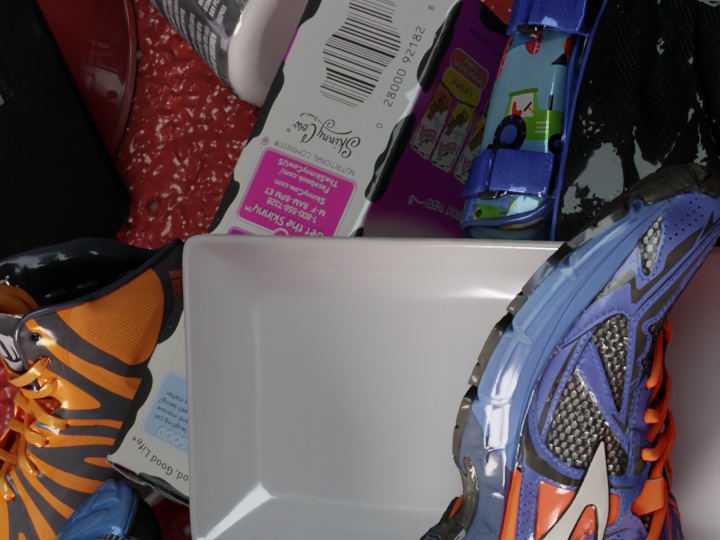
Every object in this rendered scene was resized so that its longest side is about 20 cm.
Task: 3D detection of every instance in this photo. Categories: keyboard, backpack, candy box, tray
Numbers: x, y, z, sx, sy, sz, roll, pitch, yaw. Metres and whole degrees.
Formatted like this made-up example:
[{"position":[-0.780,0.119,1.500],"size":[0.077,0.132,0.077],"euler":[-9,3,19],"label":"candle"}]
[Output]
[{"position":[-0.173,-0.067,0.812],"size":[0.021,0.201,0.127],"euler":[11,43,47],"label":"keyboard"},{"position":[0.124,-0.076,0.700],"size":[0.134,0.183,0.201],"euler":[9,79,16],"label":"backpack"},{"position":[0.000,0.000,0.762],"size":[0.061,0.136,0.201],"euler":[22,87,28],"label":"candy box"},{"position":[0.036,0.043,0.642],"size":[0.199,0.022,0.108],"euler":[2,96,26],"label":"tray"}]

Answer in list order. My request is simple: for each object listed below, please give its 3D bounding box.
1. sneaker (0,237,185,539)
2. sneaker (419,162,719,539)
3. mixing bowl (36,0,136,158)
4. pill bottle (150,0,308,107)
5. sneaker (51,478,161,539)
[{"position":[-0.130,0.060,0.803],"size":[0.200,0.112,0.078],"euler":[-44,35,-3],"label":"sneaker"},{"position":[0.065,0.062,0.586],"size":[0.078,0.075,0.201],"euler":[25,114,12],"label":"sneaker"},{"position":[-0.209,-0.094,0.891],"size":[0.199,0.108,0.201],"euler":[-6,76,23],"label":"mixing bowl"},{"position":[-0.068,-0.168,0.845],"size":[0.106,0.106,0.200],"euler":[-45,65,8],"label":"pill bottle"},{"position":[-0.086,0.146,0.756],"size":[0.082,0.200,0.071],"euler":[28,52,14],"label":"sneaker"}]
